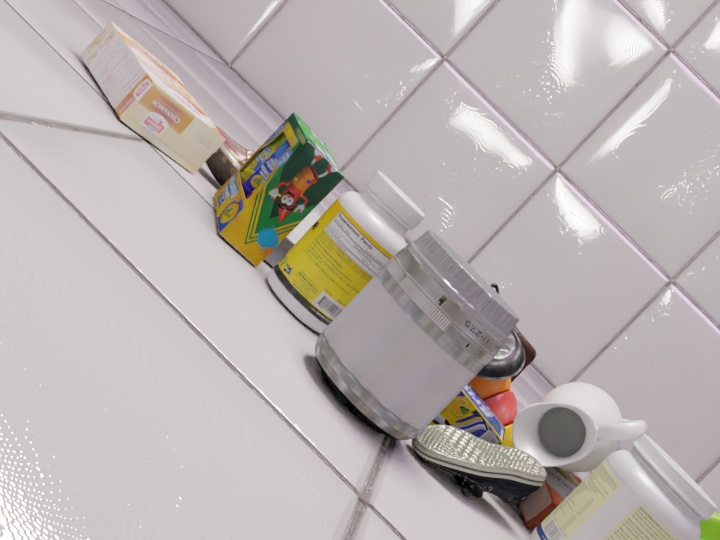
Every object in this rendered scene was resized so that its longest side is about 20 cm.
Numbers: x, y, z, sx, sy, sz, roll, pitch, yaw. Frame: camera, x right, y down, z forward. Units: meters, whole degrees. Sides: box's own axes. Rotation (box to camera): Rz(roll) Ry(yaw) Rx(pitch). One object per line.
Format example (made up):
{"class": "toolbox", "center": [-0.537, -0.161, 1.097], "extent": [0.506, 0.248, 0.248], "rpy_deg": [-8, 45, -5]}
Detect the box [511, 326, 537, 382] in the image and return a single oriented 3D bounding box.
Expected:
{"class": "box", "center": [0.124, 0.092, 1.614], "extent": [0.200, 0.166, 0.164], "rpy_deg": [40, 9, -24]}

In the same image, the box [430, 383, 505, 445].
{"class": "box", "center": [0.101, 0.154, 1.385], "extent": [0.201, 0.064, 0.070], "rpy_deg": [52, 12, 0]}

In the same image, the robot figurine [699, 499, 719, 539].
{"class": "robot figurine", "center": [0.404, 0.390, 1.417], "extent": [0.115, 0.202, 0.176], "rpy_deg": [19, 14, -9]}

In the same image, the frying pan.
{"class": "frying pan", "center": [0.187, 0.081, 1.456], "extent": [0.114, 0.031, 0.190], "rpy_deg": [32, 43, 18]}

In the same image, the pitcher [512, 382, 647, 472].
{"class": "pitcher", "center": [0.310, 0.213, 1.448], "extent": [0.200, 0.170, 0.123], "rpy_deg": [9, 78, -66]}

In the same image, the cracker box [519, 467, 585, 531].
{"class": "cracker box", "center": [0.273, 0.311, 1.521], "extent": [0.134, 0.058, 0.201], "rpy_deg": [41, 18, -24]}

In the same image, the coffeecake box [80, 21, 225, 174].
{"class": "coffeecake box", "center": [-0.302, -0.251, 1.558], "extent": [0.153, 0.073, 0.200], "rpy_deg": [38, 10, -47]}

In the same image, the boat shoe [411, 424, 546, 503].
{"class": "boat shoe", "center": [0.138, 0.239, 1.297], "extent": [0.199, 0.063, 0.075], "rpy_deg": [21, 24, -33]}

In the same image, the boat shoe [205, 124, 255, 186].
{"class": "boat shoe", "center": [-0.165, -0.146, 1.641], "extent": [0.200, 0.072, 0.076], "rpy_deg": [49, -31, -11]}

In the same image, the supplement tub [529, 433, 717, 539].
{"class": "supplement tub", "center": [0.323, 0.315, 1.321], "extent": [0.145, 0.200, 0.145], "rpy_deg": [43, 7, -7]}

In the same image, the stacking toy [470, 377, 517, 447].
{"class": "stacking toy", "center": [0.172, 0.219, 1.462], "extent": [0.201, 0.145, 0.146], "rpy_deg": [65, 14, 18]}

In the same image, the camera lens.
{"class": "camera lens", "center": [0.059, 0.076, 1.207], "extent": [0.160, 0.200, 0.160], "rpy_deg": [43, 7, -6]}

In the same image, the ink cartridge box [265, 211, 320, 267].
{"class": "ink cartridge box", "center": [-0.095, -0.048, 1.555], "extent": [0.109, 0.050, 0.200], "rpy_deg": [42, 15, -24]}

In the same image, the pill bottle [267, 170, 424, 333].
{"class": "pill bottle", "center": [-0.015, -0.025, 1.369], "extent": [0.112, 0.200, 0.112], "rpy_deg": [43, 7, -6]}

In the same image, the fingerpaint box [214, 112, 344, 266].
{"class": "fingerpaint box", "center": [-0.116, -0.115, 1.450], "extent": [0.073, 0.167, 0.200], "rpy_deg": [43, 8, -20]}
